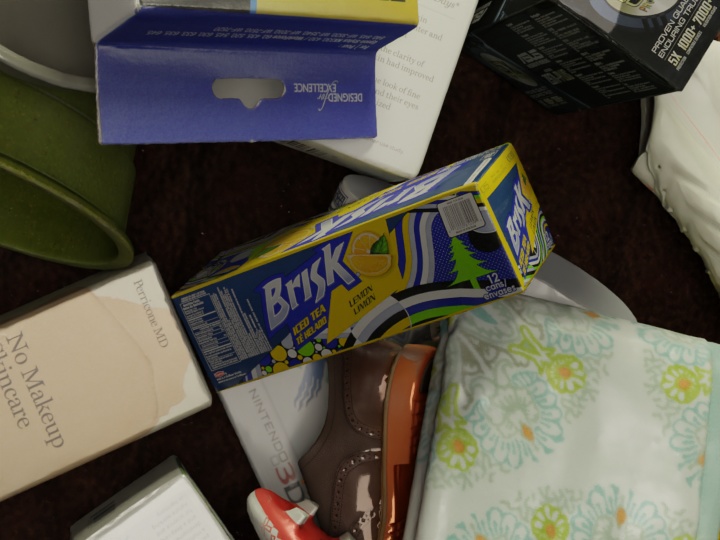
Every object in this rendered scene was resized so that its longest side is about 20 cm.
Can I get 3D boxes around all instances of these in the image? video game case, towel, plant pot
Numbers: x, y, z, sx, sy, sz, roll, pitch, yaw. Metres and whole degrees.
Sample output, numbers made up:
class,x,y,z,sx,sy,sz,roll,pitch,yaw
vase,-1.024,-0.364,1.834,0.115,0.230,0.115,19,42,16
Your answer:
class,x,y,z,sx,sy,sz,roll,pitch,yaw
video game case,0.022,0.076,0.907,0.198,0.022,0.184,-26,96,-9
towel,0.114,0.118,0.805,0.169,0.048,0.202,14,72,-11
plant pot,-0.183,-0.127,0.795,0.198,0.200,0.192,22,76,-10

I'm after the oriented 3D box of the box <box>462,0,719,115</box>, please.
class,x,y,z,sx,sy,sz,roll,pitch,yaw
box,0.151,-0.184,0.834,0.086,0.200,0.165,33,86,-11

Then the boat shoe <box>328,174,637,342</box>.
class,x,y,z,sx,sy,sz,roll,pitch,yaw
boat shoe,0.065,0.014,0.875,0.198,0.071,0.070,22,113,-12

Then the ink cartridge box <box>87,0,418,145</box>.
class,x,y,z,sx,sy,sz,roll,pitch,yaw
ink cartridge box,-0.048,-0.165,0.716,0.197,0.047,0.203,-8,93,-48

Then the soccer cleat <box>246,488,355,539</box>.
class,x,y,z,sx,sy,sz,roll,pitch,yaw
soccer cleat,-0.013,0.213,0.806,0.085,0.069,0.201,-37,88,5

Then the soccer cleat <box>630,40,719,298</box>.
class,x,y,z,sx,sy,sz,roll,pitch,yaw
soccer cleat,0.211,-0.050,0.920,0.077,0.069,0.202,-13,87,-5

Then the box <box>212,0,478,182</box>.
class,x,y,z,sx,sy,sz,roll,pitch,yaw
box,-0.013,-0.170,0.852,0.151,0.106,0.202,20,88,-10

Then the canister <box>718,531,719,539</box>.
class,x,y,z,sx,sy,sz,roll,pitch,yaw
canister,0.154,0.183,0.886,0.198,0.086,0.150,-22,108,-16

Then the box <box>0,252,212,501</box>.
class,x,y,z,sx,sy,sz,roll,pitch,yaw
box,-0.192,0.071,0.837,0.198,0.078,0.096,-25,98,-8

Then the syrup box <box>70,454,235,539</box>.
class,x,y,z,sx,sy,sz,roll,pitch,yaw
syrup box,-0.082,0.215,0.862,0.081,0.079,0.201,-34,97,-9

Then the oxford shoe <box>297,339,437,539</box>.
class,x,y,z,sx,sy,sz,roll,pitch,yaw
oxford shoe,0.000,0.138,0.872,0.072,0.071,0.203,11,96,21

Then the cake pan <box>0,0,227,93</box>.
class,x,y,z,sx,sy,sz,roll,pitch,yaw
cake pan,-0.143,-0.175,0.718,0.198,0.037,0.203,11,69,-30

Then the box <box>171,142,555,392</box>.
class,x,y,z,sx,sy,sz,roll,pitch,yaw
box,0.000,0.000,0.801,0.198,0.070,0.065,-19,104,28
